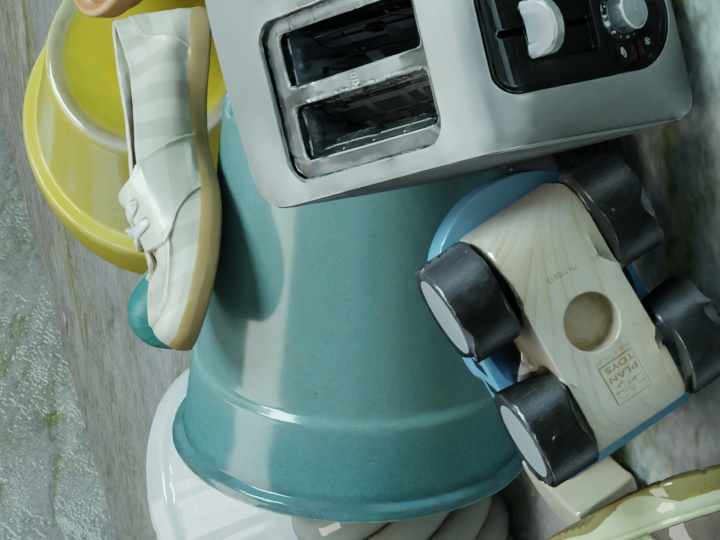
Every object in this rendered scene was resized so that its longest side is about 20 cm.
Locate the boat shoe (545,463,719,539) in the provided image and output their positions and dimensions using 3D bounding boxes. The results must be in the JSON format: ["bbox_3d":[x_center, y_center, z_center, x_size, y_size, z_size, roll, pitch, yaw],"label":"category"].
[{"bbox_3d":[0.129,0.143,0.977,0.201,0.071,0.066,124,136,-64],"label":"boat shoe"}]

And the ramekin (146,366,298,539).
[{"bbox_3d":[-0.036,0.138,1.370,0.094,0.202,0.204,-24,77,35],"label":"ramekin"}]

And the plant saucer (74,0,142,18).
[{"bbox_3d":[-0.121,-0.239,1.194,0.200,0.037,0.202,-171,90,-67],"label":"plant saucer"}]

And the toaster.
[{"bbox_3d":[0.025,-0.130,0.914,0.199,0.118,0.182,-11,91,50],"label":"toaster"}]

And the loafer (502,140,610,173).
[{"bbox_3d":[0.060,-0.087,1.029,0.201,0.070,0.068,-120,22,-45],"label":"loafer"}]

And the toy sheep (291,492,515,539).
[{"bbox_3d":[0.022,0.148,1.253,0.200,0.138,0.138,46,174,-19],"label":"toy sheep"}]

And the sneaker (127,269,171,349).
[{"bbox_3d":[-0.067,0.017,1.335,0.072,0.199,0.080,60,-153,-27],"label":"sneaker"}]

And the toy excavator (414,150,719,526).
[{"bbox_3d":[0.092,0.043,0.975,0.195,0.100,0.200,59,172,-11],"label":"toy excavator"}]

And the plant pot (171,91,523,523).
[{"bbox_3d":[0.000,0.000,1.135,0.200,0.199,0.197,-131,39,-60],"label":"plant pot"}]

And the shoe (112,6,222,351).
[{"bbox_3d":[-0.104,-0.050,1.100,0.070,0.053,0.201,117,155,-57],"label":"shoe"}]

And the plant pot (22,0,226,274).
[{"bbox_3d":[-0.128,-0.113,1.390,0.189,0.199,0.202,89,165,-76],"label":"plant pot"}]
